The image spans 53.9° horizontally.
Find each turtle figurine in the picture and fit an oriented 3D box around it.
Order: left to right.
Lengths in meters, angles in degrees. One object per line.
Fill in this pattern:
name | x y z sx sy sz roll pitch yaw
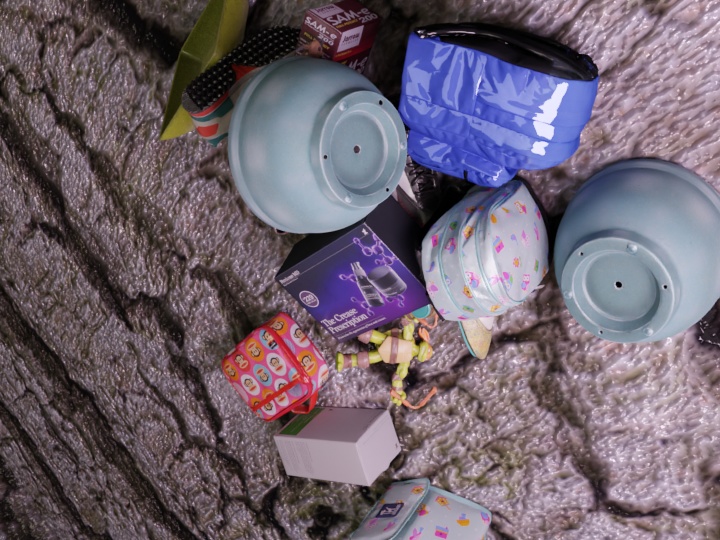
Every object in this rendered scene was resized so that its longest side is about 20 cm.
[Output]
turtle figurine | 0.045 0.108 1.073 0.157 0.065 0.205 6 112 -5

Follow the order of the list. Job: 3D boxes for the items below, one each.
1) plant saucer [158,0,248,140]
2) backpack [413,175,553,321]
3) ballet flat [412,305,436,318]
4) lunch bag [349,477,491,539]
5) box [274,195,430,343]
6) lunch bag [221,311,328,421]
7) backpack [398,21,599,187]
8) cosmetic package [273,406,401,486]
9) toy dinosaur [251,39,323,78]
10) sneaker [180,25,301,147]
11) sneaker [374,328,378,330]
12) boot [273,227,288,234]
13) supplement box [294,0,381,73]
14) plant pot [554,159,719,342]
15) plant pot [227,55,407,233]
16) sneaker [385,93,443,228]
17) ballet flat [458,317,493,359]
plant saucer | -0.222 -0.310 1.040 0.047 0.204 0.199 21 141 -28
backpack | 0.152 -0.027 0.850 0.125 0.199 0.170 -22 98 42
ballet flat | 0.066 -0.032 1.001 0.067 0.072 0.203 -25 95 43
lunch bag | 0.093 0.439 1.154 0.196 0.170 0.125 20 125 24
box | 0.000 0.000 0.939 0.141 0.079 0.198 46 136 -15
lunch bag | -0.149 0.186 1.281 0.177 0.082 0.199 51 134 -1
backpack | 0.158 -0.184 0.796 0.196 0.163 0.172 17 121 19
cosmetic package | -0.042 0.301 1.233 0.196 0.107 0.087 -9 107 38
toy dinosaur | -0.091 -0.168 0.862 0.083 0.206 0.136 4 163 2
sneaker | -0.143 -0.242 0.946 0.070 0.199 0.094 40 161 30
sneaker | 0.013 0.008 1.076 0.088 0.070 0.204 22 126 9
boot | -0.078 -0.097 1.014 0.198 0.166 0.073 -24 101 42
supplement box | -0.049 -0.250 0.954 0.060 0.109 0.203 33 130 14
plant pot | 0.299 -0.004 0.786 0.197 0.134 0.205 18 123 30
plant pot | -0.031 -0.135 0.787 0.133 0.197 0.205 16 124 52
sneaker | 0.066 -0.138 0.918 0.205 0.069 0.098 67 156 6
ballet flat | 0.150 0.026 0.975 0.070 0.070 0.204 -17 101 41
